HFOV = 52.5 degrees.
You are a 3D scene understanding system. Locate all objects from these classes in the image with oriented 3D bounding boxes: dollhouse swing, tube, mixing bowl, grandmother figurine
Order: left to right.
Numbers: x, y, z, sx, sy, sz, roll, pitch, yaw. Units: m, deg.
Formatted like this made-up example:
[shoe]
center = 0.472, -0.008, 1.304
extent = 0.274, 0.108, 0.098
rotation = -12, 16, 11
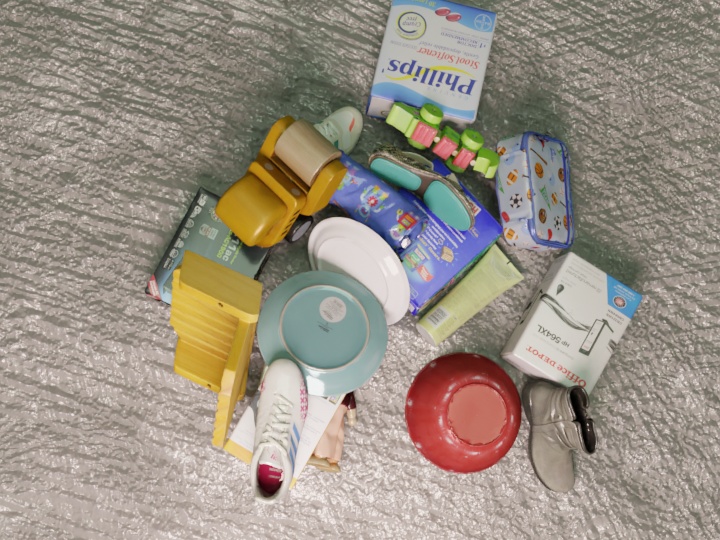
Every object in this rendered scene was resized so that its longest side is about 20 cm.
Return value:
[dollhouse swing]
center = -0.235, 0.122, 1.061
extent = 0.181, 0.200, 0.176
rotation = 24, 43, 7
[grandmother figurine]
center = -0.043, 0.213, 1.167
extent = 0.060, 0.121, 0.201
rotation = 3, 65, 22
[tube]
center = 0.182, 0.047, 1.232
extent = 0.200, 0.052, 0.058
rotation = -41, 127, -12
[mixing bowl]
center = 0.175, 0.229, 1.171
extent = 0.199, 0.108, 0.201
rotation = 0, 81, -3

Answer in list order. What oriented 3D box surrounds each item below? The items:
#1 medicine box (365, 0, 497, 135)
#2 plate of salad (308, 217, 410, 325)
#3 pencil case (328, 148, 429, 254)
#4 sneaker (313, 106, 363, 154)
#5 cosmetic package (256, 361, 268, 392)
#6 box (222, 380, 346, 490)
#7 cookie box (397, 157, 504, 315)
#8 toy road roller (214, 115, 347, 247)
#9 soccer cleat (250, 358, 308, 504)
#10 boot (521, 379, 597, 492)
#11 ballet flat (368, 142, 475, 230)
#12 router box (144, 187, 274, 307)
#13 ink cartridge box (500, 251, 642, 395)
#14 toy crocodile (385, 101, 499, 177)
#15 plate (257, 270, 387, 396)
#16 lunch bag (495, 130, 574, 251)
[medicine box]
center = 0.120, -0.352, 1.256
extent = 0.181, 0.103, 0.201
rotation = 13, 80, -2
[plate of salad]
center = 0.000, 0.000, 1.164
extent = 0.200, 0.200, 0.048
rotation = 47, 50, 4
[pencil case]
center = 0.013, -0.105, 1.156
extent = 0.200, 0.078, 0.087
rotation = 39, 88, 14
[sneaker]
center = -0.070, -0.209, 1.226
extent = 0.200, 0.093, 0.070
rotation = -41, 86, -8
[cosmetic package]
center = -0.110, 0.152, 1.166
extent = 0.087, 0.103, 0.201
rotation = 14, 83, -3
[box]
center = -0.102, 0.207, 1.090
extent = 0.119, 0.041, 0.200
rotation = 31, 79, 1
[cookie box]
center = 0.110, -0.056, 1.223
extent = 0.200, 0.075, 0.171
rotation = -41, 83, -8
[toy road roller]
center = -0.128, -0.120, 1.100
extent = 0.123, 0.200, 0.146
rotation = 43, 37, 8
[soccer cleat]
center = -0.113, 0.225, 1.012
extent = 0.070, 0.086, 0.201
rotation = 5, 89, 1
[boot]
center = 0.321, 0.271, 1.147
extent = 0.067, 0.131, 0.201
rotation = -18, 97, -19
[ballet flat]
center = 0.108, -0.145, 1.171
extent = 0.200, 0.068, 0.075
rotation = 33, 49, 0
[router box]
center = -0.239, -0.014, 1.201
extent = 0.149, 0.062, 0.201
rotation = 26, 81, -1
[ink cartridge box]
center = 0.349, 0.095, 1.213
extent = 0.146, 0.084, 0.200
rotation = 31, 80, 1
[toy crocodile]
center = 0.134, -0.211, 1.187
extent = 0.199, 0.068, 0.062
rotation = 29, 37, -8
[plate]
center = -0.054, 0.088, 1.091
extent = 0.199, 0.026, 0.201
rotation = 4, 65, -8
[lunch bag]
center = 0.299, -0.134, 1.222
extent = 0.160, 0.075, 0.201
rotation = 6, 80, -44
